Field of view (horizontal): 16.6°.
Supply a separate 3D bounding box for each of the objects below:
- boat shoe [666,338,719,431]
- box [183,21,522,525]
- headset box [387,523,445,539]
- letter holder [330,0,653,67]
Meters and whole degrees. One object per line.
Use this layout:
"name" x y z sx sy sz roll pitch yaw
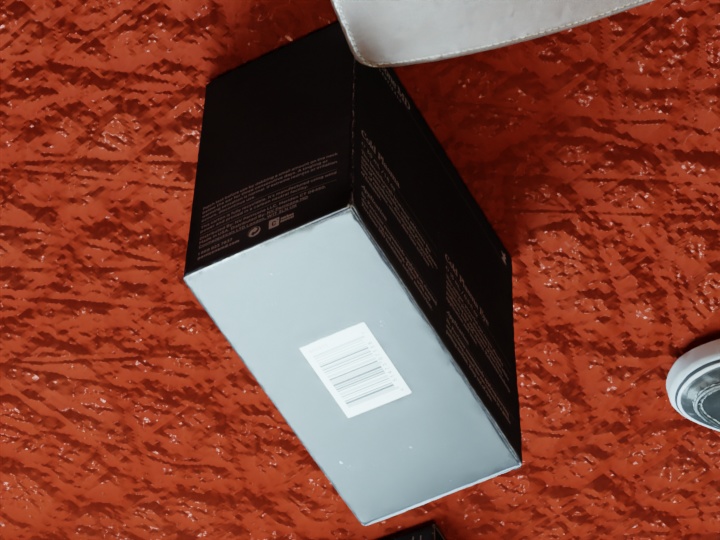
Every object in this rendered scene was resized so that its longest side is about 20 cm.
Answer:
"boat shoe" 0.284 0.094 1.496 0.198 0.068 0.072 13 127 -8
"box" 0.000 0.000 1.361 0.103 0.183 0.201 -22 124 18
"headset box" -0.002 0.285 1.637 0.199 0.093 0.175 -22 125 18
"letter holder" 0.091 -0.163 1.286 0.198 0.101 0.143 -14 128 12
